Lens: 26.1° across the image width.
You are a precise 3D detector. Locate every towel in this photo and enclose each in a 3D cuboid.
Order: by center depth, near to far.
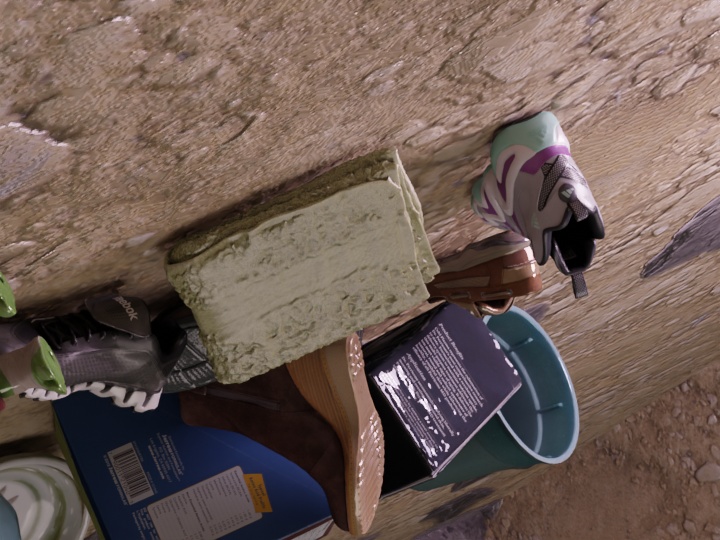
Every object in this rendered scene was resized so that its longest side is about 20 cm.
[{"bbox_3d":[-0.041,-0.002,1.188,0.200,0.037,0.149,-26,129,-8],"label":"towel"}]

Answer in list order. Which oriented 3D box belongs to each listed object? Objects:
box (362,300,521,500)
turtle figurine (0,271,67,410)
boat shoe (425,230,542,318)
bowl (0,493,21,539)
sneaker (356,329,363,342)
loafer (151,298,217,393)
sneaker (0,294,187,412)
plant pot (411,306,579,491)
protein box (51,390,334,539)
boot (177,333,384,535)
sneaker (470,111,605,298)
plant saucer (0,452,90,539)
[{"bbox_3d":[0.025,0.145,1.596,0.200,0.124,0.197,-30,-177,40],"label":"box"},{"bbox_3d":[-0.295,0.089,0.981,0.194,0.144,0.200,-30,169,-3],"label":"turtle figurine"},{"bbox_3d":[0.113,0.013,1.502,0.076,0.072,0.200,-20,177,-22],"label":"boat shoe"},{"bbox_3d":[-0.370,0.233,1.318,0.200,0.105,0.201,3,150,2],"label":"bowl"},{"bbox_3d":[-0.044,0.067,1.415,0.090,0.079,0.200,8,171,-3],"label":"sneaker"},{"bbox_3d":[-0.105,0.034,1.270,0.200,0.063,0.072,-28,127,13],"label":"loafer"},{"bbox_3d":[-0.204,0.052,1.165,0.091,0.066,0.200,-52,147,15],"label":"sneaker"},{"bbox_3d":[0.129,0.170,1.889,0.196,0.201,0.200,-27,167,32],"label":"plant pot"},{"bbox_3d":[-0.149,0.182,1.416,0.200,0.199,0.135,-23,165,-16],"label":"protein box"},{"bbox_3d":[-0.070,0.132,1.335,0.166,0.200,0.072,0,-160,21],"label":"boot"},{"bbox_3d":[0.157,-0.035,1.323,0.078,0.140,0.200,-26,164,-5],"label":"sneaker"},{"bbox_3d":[-0.355,0.245,1.484,0.200,0.050,0.200,-25,136,-26],"label":"plant saucer"}]
